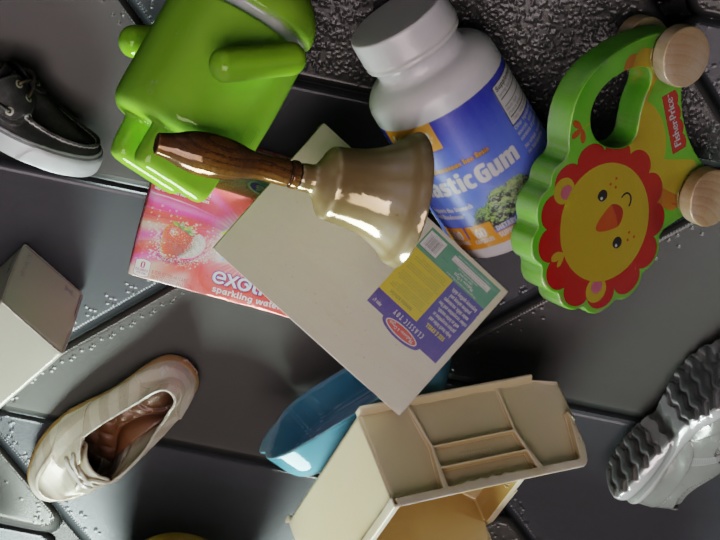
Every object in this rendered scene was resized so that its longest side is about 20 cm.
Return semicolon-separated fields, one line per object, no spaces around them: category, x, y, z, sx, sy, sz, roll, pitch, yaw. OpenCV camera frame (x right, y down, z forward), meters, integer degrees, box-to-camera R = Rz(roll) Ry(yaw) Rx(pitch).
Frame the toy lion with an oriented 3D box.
toy lion;0.194;-0.075;1.597;0.191;0.069;0.201;-29;121;-25

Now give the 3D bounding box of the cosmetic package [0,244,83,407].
cosmetic package;-0.335;0.081;1.752;0.073;0.104;0.200;42;113;-18

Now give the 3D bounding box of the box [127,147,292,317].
box;-0.078;-0.034;1.676;0.199;0.095;0.103;16;117;-6

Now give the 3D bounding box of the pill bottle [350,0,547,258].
pill bottle;0.076;-0.118;1.610;0.112;0.112;0.200;-26;115;17

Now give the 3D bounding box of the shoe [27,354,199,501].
shoe;-0.225;0.146;1.810;0.200;0.053;0.070;-39;110;22

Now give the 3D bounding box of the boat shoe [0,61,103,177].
boat shoe;-0.291;-0.142;1.644;0.199;0.069;0.057;28;117;-10

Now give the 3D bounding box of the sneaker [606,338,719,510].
sneaker;0.300;0.132;1.774;0.082;0.075;0.200;24;125;-27

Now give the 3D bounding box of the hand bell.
hand bell;-0.056;-0.071;1.514;0.199;0.104;0.104;11;121;-19

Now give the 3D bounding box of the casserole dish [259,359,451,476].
casserole dish;0.004;0.112;1.736;0.200;0.121;0.039;-31;105;18

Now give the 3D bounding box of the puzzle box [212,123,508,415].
puzzle box;0.000;0.000;1.609;0.200;0.025;0.133;43;88;-6

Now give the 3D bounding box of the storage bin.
storage bin;0.063;0.187;1.719;0.198;0.094;0.200;-8;149;-28

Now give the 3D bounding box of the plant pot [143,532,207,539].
plant pot;-0.172;0.320;1.854;0.199;0.142;0.201;1;119;2

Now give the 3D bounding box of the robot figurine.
robot figurine;-0.110;-0.156;1.565;0.116;0.175;0.201;33;83;-32
